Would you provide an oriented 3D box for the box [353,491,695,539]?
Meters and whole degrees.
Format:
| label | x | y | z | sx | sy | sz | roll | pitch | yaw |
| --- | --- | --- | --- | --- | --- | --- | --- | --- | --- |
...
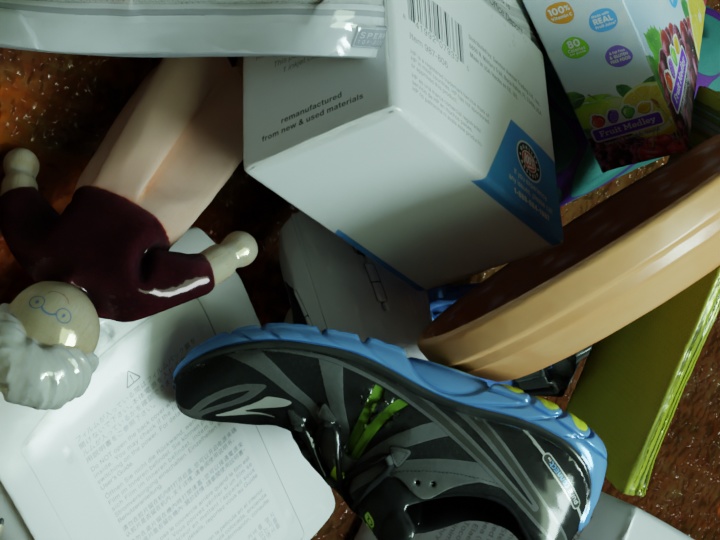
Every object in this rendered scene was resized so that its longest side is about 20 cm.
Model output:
| label | x | y | z | sx | sy | sz | roll | pitch | yaw |
| --- | --- | --- | --- | --- | --- | --- | --- | --- | --- |
| box | 0.100 | 0.223 | 1.069 | 0.199 | 0.171 | 0.201 | 33 | 82 | -46 |

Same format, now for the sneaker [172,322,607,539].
| label | x | y | z | sx | sy | sz | roll | pitch | yaw |
| --- | --- | --- | --- | --- | --- | --- | --- | --- | --- |
| sneaker | 0.006 | 0.077 | 0.805 | 0.071 | 0.199 | 0.083 | 72 | 36 | -72 |

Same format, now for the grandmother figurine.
| label | x | y | z | sx | sy | sz | roll | pitch | yaw |
| --- | --- | --- | --- | --- | --- | --- | --- | --- | --- |
| grandmother figurine | -0.108 | -0.024 | 0.808 | 0.061 | 0.121 | 0.201 | 81 | 30 | -53 |

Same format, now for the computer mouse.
| label | x | y | z | sx | sy | sz | roll | pitch | yaw |
| --- | --- | --- | --- | --- | --- | --- | --- | --- | --- |
| computer mouse | 0.000 | 0.000 | 0.890 | 0.109 | 0.044 | 0.201 | -4 | 70 | -28 |

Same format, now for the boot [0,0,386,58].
| label | x | y | z | sx | sy | sz | roll | pitch | yaw |
| --- | --- | --- | --- | --- | --- | --- | --- | --- | --- |
| boot | -0.084 | -0.136 | 0.750 | 0.074 | 0.199 | 0.096 | -19 | 111 | -75 |

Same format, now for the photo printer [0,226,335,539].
| label | x | y | z | sx | sy | sz | roll | pitch | yaw |
| --- | --- | --- | --- | --- | --- | --- | --- | --- | --- |
| photo printer | -0.108 | 0.087 | 0.882 | 0.166 | 0.069 | 0.201 | -42 | 130 | -26 |

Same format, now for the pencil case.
| label | x | y | z | sx | sy | sz | roll | pitch | yaw |
| --- | --- | --- | --- | --- | --- | --- | --- | --- | --- |
| pencil case | 0.130 | -0.094 | 1.035 | 0.199 | 0.093 | 0.085 | -23 | 165 | -38 |

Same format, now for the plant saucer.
| label | x | y | z | sx | sy | sz | roll | pitch | yaw |
| --- | --- | --- | --- | --- | --- | --- | --- | --- | --- |
| plant saucer | 0.118 | -0.006 | 0.832 | 0.200 | 0.200 | 0.038 | -35 | 94 | -30 |

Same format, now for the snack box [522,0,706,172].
| label | x | y | z | sx | sy | sz | roll | pitch | yaw |
| --- | --- | --- | --- | --- | --- | --- | --- | --- | --- |
| snack box | 0.131 | -0.168 | 0.947 | 0.143 | 0.053 | 0.200 | 59 | 29 | -30 |

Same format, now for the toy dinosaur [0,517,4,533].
| label | x | y | z | sx | sy | sz | roll | pitch | yaw |
| --- | --- | --- | --- | --- | --- | --- | --- | --- | --- |
| toy dinosaur | -0.196 | 0.112 | 0.739 | 0.200 | 0.058 | 0.102 | 38 | 70 | -60 |

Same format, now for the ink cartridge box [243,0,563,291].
| label | x | y | z | sx | sy | sz | roll | pitch | yaw |
| --- | --- | --- | --- | --- | --- | --- | --- | --- | --- |
| ink cartridge box | 0.018 | -0.114 | 0.848 | 0.144 | 0.084 | 0.201 | 34 | 45 | -47 |

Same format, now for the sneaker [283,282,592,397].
| label | x | y | z | sx | sy | sz | roll | pitch | yaw |
| --- | --- | --- | --- | --- | --- | --- | --- | --- | --- |
| sneaker | 0.051 | 0.034 | 0.959 | 0.200 | 0.111 | 0.077 | 4 | 76 | -57 |

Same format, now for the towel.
| label | x | y | z | sx | sy | sz | roll | pitch | yaw |
| --- | --- | --- | --- | --- | --- | --- | --- | --- | --- |
| towel | 0.158 | 0.009 | 0.928 | 0.018 | 0.086 | 0.201 | 15 | 104 | -23 |
